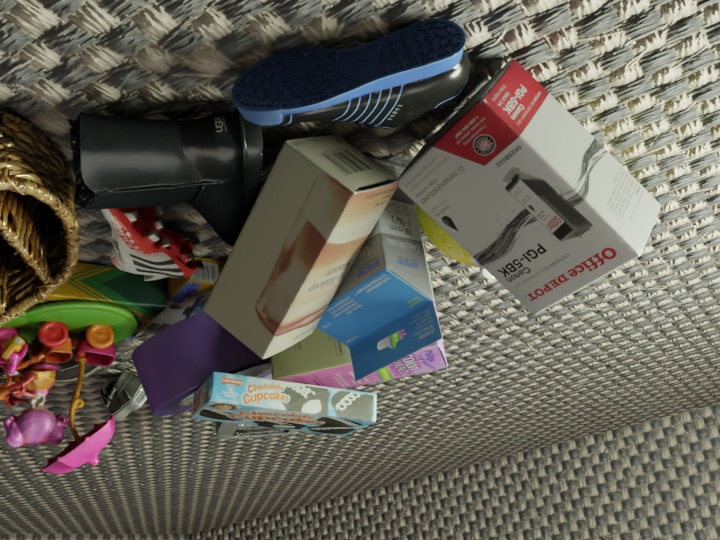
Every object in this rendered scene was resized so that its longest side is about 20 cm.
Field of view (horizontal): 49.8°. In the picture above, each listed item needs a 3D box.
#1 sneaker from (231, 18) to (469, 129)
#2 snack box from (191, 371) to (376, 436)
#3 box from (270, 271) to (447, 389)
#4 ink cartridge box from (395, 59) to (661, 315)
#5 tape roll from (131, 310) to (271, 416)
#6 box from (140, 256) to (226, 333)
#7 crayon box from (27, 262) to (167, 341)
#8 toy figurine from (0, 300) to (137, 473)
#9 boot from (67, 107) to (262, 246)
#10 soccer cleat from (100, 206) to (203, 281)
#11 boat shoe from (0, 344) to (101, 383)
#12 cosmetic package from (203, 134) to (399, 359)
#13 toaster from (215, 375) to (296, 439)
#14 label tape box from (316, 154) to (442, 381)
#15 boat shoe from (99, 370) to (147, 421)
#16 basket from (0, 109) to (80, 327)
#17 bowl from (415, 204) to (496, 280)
[{"bbox_3d":[-0.005,-0.149,0.659,0.199,0.070,0.078,-12,149,3],"label":"sneaker"},{"bbox_3d":[-0.093,0.164,0.932,0.200,0.037,0.116,11,156,-18],"label":"snack box"},{"bbox_3d":[-0.009,0.045,0.958,0.200,0.176,0.097,-13,155,8],"label":"box"},{"bbox_3d":[0.157,-0.072,0.738,0.200,0.083,0.147,42,140,-6],"label":"ink cartridge box"},{"bbox_3d":[-0.194,0.115,1.031,0.200,0.085,0.200,-25,169,-5],"label":"tape roll"},{"bbox_3d":[-0.221,0.046,1.053,0.119,0.042,0.200,8,149,-34],"label":"box"},{"bbox_3d":[-0.362,0.038,0.972,0.200,0.052,0.126,10,150,-35],"label":"crayon box"},{"bbox_3d":[-0.365,0.146,0.921,0.200,0.184,0.150,8,151,-32],"label":"toy figurine"},{"bbox_3d":[-0.181,-0.082,0.738,0.168,0.077,0.200,-5,153,-12],"label":"boot"},{"bbox_3d":[-0.242,-0.034,0.838,0.085,0.069,0.200,-17,160,7],"label":"soccer cleat"},{"bbox_3d":[-0.450,0.122,1.101,0.201,0.072,0.061,-13,160,15],"label":"boat shoe"},{"bbox_3d":[-0.059,-0.024,0.758,0.103,0.087,0.200,-27,152,-59],"label":"cosmetic package"},{"bbox_3d":[-0.169,0.209,1.337,0.199,0.119,0.181,0,154,-19],"label":"toaster"},{"bbox_3d":[0.000,0.000,0.831,0.063,0.200,0.144,11,149,-38],"label":"label tape box"},{"bbox_3d":[-0.406,0.206,1.324,0.064,0.071,0.200,36,149,-14],"label":"boat shoe"},{"bbox_3d":[-0.336,-0.031,0.709,0.142,0.149,0.200,-6,155,-6],"label":"basket"},{"bbox_3d":[0.166,-0.053,0.887,0.200,0.108,0.200,-8,155,-3],"label":"bowl"}]
